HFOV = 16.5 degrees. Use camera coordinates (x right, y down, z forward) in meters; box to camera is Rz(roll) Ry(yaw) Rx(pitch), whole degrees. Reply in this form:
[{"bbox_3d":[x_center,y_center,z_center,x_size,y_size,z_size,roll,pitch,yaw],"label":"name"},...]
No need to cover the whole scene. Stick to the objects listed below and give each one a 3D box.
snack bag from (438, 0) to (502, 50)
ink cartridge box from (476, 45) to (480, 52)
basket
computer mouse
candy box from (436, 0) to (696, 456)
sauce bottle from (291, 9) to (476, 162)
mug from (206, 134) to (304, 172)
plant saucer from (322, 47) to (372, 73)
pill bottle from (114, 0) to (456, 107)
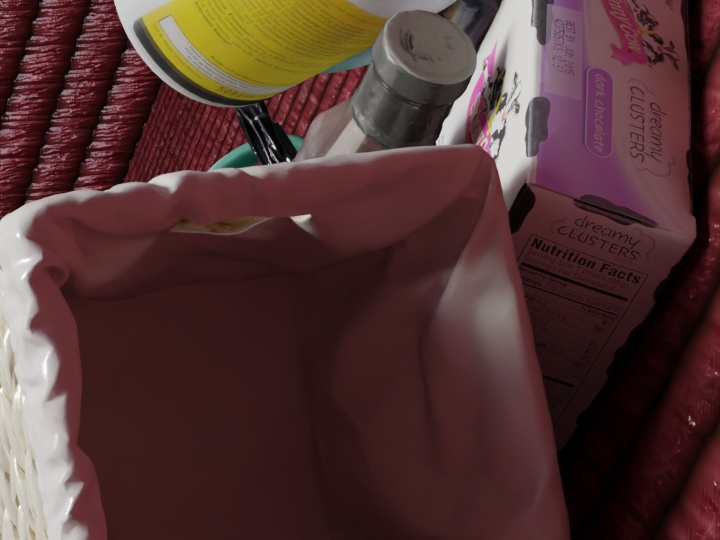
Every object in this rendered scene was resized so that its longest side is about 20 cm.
[{"bbox_3d":[0.049,-0.128,1.161,0.201,0.021,0.189,-59,6,9],"label":"snack bag"},{"bbox_3d":[0.039,-0.023,1.250,0.177,0.044,0.201,-82,14,-47],"label":"ink cartridge box"},{"bbox_3d":[-0.050,0.069,0.903,0.160,0.197,0.202,-12,88,58],"label":"basket"},{"bbox_3d":[0.000,0.000,1.156,0.034,0.201,0.059,-29,-6,-5],"label":"computer mouse"},{"bbox_3d":[0.065,-0.011,1.021,0.168,0.071,0.201,-83,14,-48],"label":"candy box"},{"bbox_3d":[-0.006,-0.026,1.042,0.201,0.065,0.066,114,168,-45],"label":"sauce bottle"},{"bbox_3d":[-0.086,0.022,1.462,0.153,0.114,0.186,104,-176,-51],"label":"mug"},{"bbox_3d":[0.035,-0.177,1.230,0.201,0.036,0.200,-60,6,10],"label":"plant saucer"},{"bbox_3d":[-0.013,-0.151,1.076,0.199,0.112,0.113,-21,48,48],"label":"pill bottle"}]
